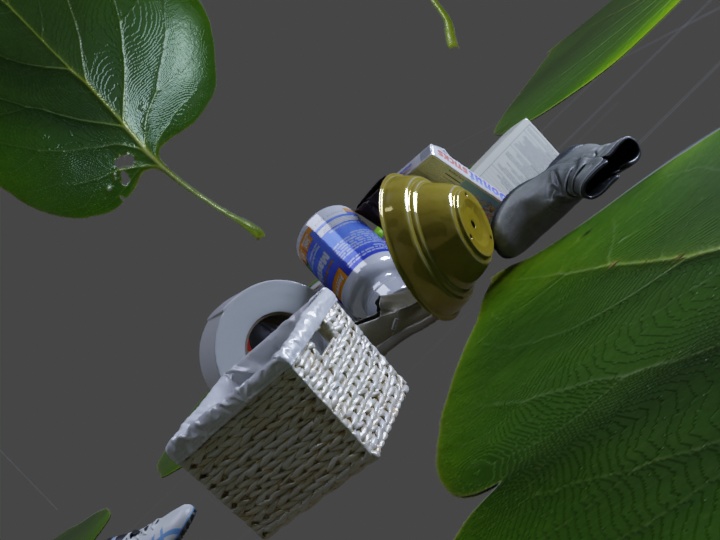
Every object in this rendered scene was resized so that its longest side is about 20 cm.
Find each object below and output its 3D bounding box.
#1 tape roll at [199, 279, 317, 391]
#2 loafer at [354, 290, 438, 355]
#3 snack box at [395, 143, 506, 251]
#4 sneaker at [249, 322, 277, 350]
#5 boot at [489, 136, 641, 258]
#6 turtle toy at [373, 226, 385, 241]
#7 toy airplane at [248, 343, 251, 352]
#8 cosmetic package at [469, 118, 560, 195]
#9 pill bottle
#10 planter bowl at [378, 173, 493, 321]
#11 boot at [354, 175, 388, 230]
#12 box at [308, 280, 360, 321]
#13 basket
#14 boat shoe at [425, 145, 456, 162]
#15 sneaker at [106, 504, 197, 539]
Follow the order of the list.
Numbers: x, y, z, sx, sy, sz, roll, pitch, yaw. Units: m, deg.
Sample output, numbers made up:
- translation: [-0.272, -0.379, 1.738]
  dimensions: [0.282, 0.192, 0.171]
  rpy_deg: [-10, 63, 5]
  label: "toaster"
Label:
- translation: [-0.135, 0.121, 1.790]
  dimensions: [0.203, 0.203, 0.139]
  rpy_deg: [-44, 6, -17]
  label: "tape roll"
- translation: [0.054, 0.056, 1.608]
  dimensions: [0.200, 0.068, 0.076]
  rpy_deg: [-37, 6, -2]
  label: "loafer"
- translation: [0.142, -0.095, 1.600]
  dimensions: [0.072, 0.199, 0.024]
  rpy_deg: [-39, 37, 30]
  label: "snack box"
- translation: [-0.134, 0.124, 1.960]
  dimensions: [0.076, 0.200, 0.091]
  rpy_deg: [-2, -45, -41]
  label: "sneaker"
- translation: [0.254, -0.097, 1.487]
  dimensions: [0.200, 0.068, 0.131]
  rpy_deg: [-45, 12, -12]
  label: "boot"
- translation: [0.039, -0.010, 2.039]
  dimensions: [0.146, 0.101, 0.200]
  rpy_deg: [-38, 8, 36]
  label: "turtle toy"
- translation: [-0.160, 0.159, 2.111]
  dimensions: [0.200, 0.140, 0.200]
  rpy_deg: [-61, -21, -44]
  label: "toy airplane"
- translation: [0.205, -0.119, 1.744]
  dimensions: [0.200, 0.105, 0.071]
  rpy_deg: [-44, 5, -26]
  label: "cosmetic package"
- translation: [0.000, 0.000, 1.760]
  dimensions: [0.112, 0.200, 0.113]
  rpy_deg: [-24, -42, -24]
  label: "pill bottle"
- translation: [0.111, -0.044, 1.483]
  dimensions: [0.083, 0.201, 0.200]
  rpy_deg: [-23, 15, 26]
  label: "planter bowl"
- translation: [0.064, -0.061, 1.838]
  dimensions: [0.200, 0.166, 0.073]
  rpy_deg: [-48, 18, 52]
  label: "boot"
- translation: [-0.036, 0.068, 1.932]
  dimensions: [0.060, 0.117, 0.200]
  rpy_deg: [-42, 4, -27]
  label: "box"
- translation: [-0.078, 0.163, 1.336]
  dimensions: [0.200, 0.161, 0.198]
  rpy_deg: [-39, 7, 24]
  label: "basket"
- translation: [0.132, -0.128, 1.844]
  dimensions: [0.072, 0.069, 0.200]
  rpy_deg: [-32, -26, 5]
  label: "boat shoe"
- translation: [-0.314, 0.392, 1.677]
  dimensions: [0.200, 0.073, 0.072]
  rpy_deg: [-40, 5, 12]
  label: "sneaker"
